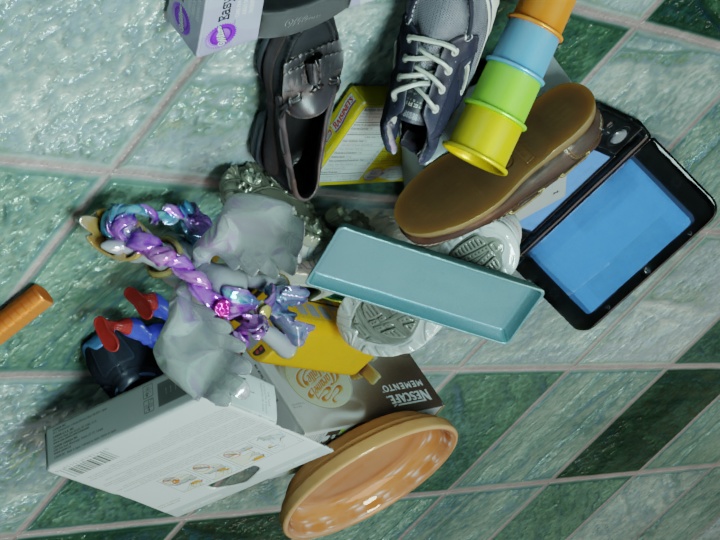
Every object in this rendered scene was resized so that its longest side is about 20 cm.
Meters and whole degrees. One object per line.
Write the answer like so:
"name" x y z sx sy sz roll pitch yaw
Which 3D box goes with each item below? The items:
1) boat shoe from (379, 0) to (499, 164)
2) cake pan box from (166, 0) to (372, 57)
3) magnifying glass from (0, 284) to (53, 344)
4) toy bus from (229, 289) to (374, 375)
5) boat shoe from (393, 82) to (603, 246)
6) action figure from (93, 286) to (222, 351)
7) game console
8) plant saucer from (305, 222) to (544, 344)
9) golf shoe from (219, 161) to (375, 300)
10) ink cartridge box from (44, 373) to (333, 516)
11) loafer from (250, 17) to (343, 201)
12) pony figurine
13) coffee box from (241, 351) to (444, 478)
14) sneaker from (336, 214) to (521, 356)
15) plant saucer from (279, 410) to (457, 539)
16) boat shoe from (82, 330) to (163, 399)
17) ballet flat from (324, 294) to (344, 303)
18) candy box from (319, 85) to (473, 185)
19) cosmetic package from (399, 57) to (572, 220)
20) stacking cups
"boat shoe" 0.059 -0.167 1.553 0.200 0.074 0.093 91 18 -59
"cake pan box" -0.039 -0.249 1.365 0.183 0.052 0.200 -19 151 -25
"magnifying glass" -0.336 0.080 1.611 0.200 0.022 0.080 -39 154 8
"toy bus" -0.040 0.050 1.849 0.065 0.078 0.200 -44 153 19
"boat shoe" 0.121 -0.077 1.650 0.199 0.071 0.070 -31 151 -4
"action figure" -0.150 0.072 1.722 0.065 0.099 0.200 -40 165 12
"game console" 0.226 -0.050 1.953 0.200 0.117 0.176 -44 153 19
"plant saucer" 0.055 0.010 1.661 0.199 0.019 0.070 18 128 -21
"golf shoe" -0.065 -0.021 1.672 0.097 0.079 0.200 -40 140 19
"ink cartridge box" -0.152 0.152 1.747 0.199 0.044 0.173 -25 147 30
"loafer" -0.042 -0.133 1.544 0.072 0.063 0.200 -23 152 -23
"pony figurine" -0.118 0.013 1.572 0.167 0.192 0.200 -63 150 -2
"coffee box" -0.029 0.129 1.959 0.199 0.115 0.080 -6 143 -44
"sneaker" 0.069 0.011 1.752 0.199 0.078 0.099 -29 -176 25
"plant saucer" 0.004 0.199 1.948 0.199 0.038 0.200 -26 158 -11
"boat shoe" -0.198 0.116 1.783 0.084 0.069 0.200 -38 154 7
"ballet flat" 0.000 0.000 1.808 0.199 0.067 0.067 24 102 -28
"candy box" 0.040 -0.119 1.712 0.199 0.026 0.102 -5 140 -47
"cosmetic package" 0.113 -0.097 1.748 0.150 0.052 0.200 -26 155 -10
"stacking cups" 0.138 -0.178 1.597 0.201 0.060 0.060 -62 154 -4
